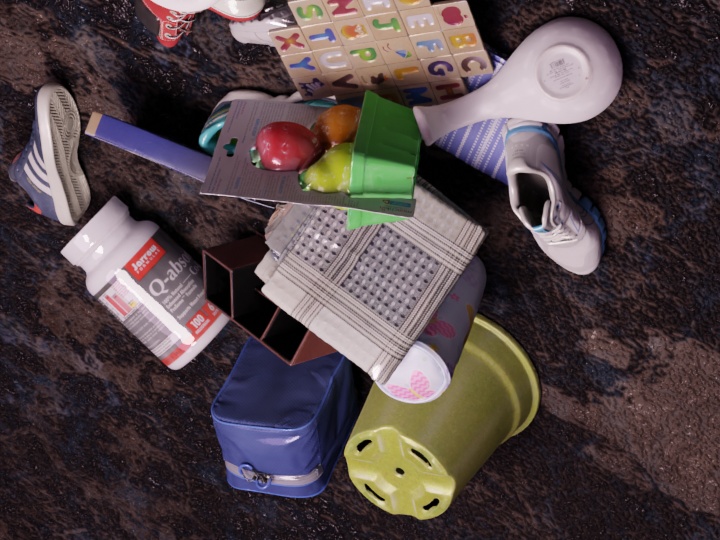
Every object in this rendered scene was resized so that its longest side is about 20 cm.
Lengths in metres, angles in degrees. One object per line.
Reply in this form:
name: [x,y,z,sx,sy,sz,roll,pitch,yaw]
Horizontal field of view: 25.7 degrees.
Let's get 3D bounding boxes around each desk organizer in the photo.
desk organizer: [-0.096,0.030,1.765,0.200,0.077,0.072,32,130,49]

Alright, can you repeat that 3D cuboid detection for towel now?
towel: [0.098,-0.180,1.587,0.200,0.024,0.145,31,137,8]
towel: [0.003,-0.018,1.587,0.200,0.035,0.193,38,99,26]

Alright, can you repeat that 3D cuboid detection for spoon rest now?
spoon rest: [0.151,-0.174,1.504,0.200,0.061,0.099,-19,94,14]

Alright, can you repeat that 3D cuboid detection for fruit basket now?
fruit basket: [-0.040,-0.106,1.524,0.200,0.185,0.094,1,125,6]

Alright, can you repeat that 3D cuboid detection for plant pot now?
plant pot: [0.077,0.171,1.771,0.200,0.184,0.201,17,133,19]

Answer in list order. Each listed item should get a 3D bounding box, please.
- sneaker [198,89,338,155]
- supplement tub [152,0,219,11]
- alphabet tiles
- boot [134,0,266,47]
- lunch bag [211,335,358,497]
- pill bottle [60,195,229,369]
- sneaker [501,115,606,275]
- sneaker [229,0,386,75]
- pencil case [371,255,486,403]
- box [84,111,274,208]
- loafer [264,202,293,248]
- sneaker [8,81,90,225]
sneaker: [-0.081,-0.143,1.682,0.200,0.080,0.078,2,126,29]
supplement tub: [-0.130,-0.339,1.463,0.132,0.200,0.132,17,132,19]
alphabet tiles: [0.020,-0.212,1.526,0.200,0.006,0.166,-6,142,18]
boot: [-0.166,-0.272,1.610,0.200,0.072,0.144,40,143,33]
lunch bag: [-0.085,0.178,1.867,0.136,0.200,0.132,7,131,21]
pill bottle: [-0.255,0.014,1.894,0.200,0.116,0.116,44,136,-8]
sneaker: [0.185,-0.056,1.571,0.075,0.087,0.200,-12,131,27]
sneaker: [-0.047,-0.232,1.583,0.200,0.078,0.099,5,132,39]
pencil case: [0.072,0.052,1.667,0.091,0.200,0.083,15,127,7]
box: [-0.192,-0.122,1.750,0.200,0.121,0.032,24,92,14]
loafer: [-0.052,-0.078,1.723,0.200,0.072,0.063,-25,96,56]
sneaker: [-0.380,-0.140,1.872,0.084,0.075,0.200,15,132,15]
